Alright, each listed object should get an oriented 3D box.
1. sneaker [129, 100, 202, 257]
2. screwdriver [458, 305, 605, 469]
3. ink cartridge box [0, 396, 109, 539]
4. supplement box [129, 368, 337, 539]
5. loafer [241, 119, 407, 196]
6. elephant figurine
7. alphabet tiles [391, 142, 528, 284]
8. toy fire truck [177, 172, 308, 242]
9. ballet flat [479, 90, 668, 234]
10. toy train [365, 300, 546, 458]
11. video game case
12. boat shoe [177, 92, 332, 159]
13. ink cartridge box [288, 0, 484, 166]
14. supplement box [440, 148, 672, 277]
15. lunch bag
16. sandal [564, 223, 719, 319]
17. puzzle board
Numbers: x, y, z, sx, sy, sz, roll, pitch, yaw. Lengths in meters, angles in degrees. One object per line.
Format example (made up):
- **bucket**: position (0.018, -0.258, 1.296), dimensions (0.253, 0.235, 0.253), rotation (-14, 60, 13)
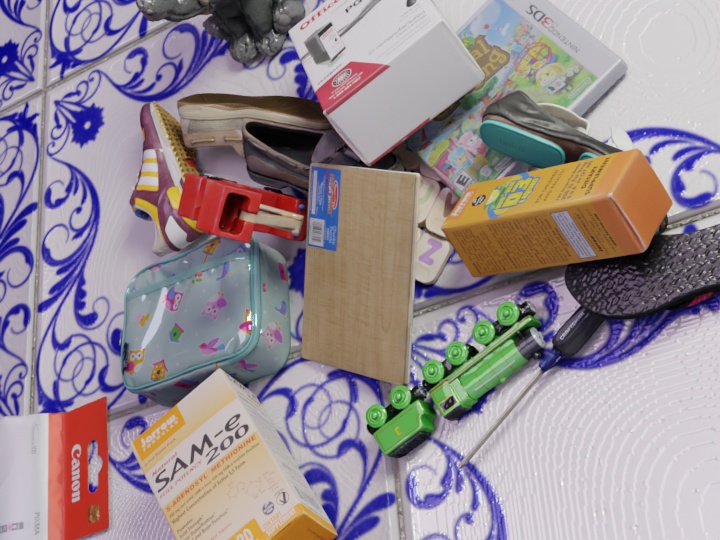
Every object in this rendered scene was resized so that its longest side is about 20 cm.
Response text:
- **sneaker**: position (-0.235, -0.109, 1.477), dimensions (0.090, 0.075, 0.200), rotation (-34, 53, 13)
- **screwdriver**: position (0.149, 0.098, 1.134), dimensions (0.200, 0.028, 0.029), rotation (-46, 80, 7)
- **ink cartridge box**: position (-0.374, 0.239, 1.448), dimensions (0.200, 0.057, 0.163), rotation (-26, 57, 31)
- **supplement box**: position (-0.127, 0.212, 1.246), dimensions (0.126, 0.074, 0.200), rotation (-40, 50, 3)
- **loafer**: position (-0.045, -0.117, 1.313), dimensions (0.200, 0.063, 0.072), rotation (9, 44, 35)
- **elephant figurine**: position (-0.160, -0.333, 1.435), dimensions (0.141, 0.200, 0.155), rotation (-41, 52, 15)
- **alphabet tiles**: position (0.072, -0.091, 1.284), dimensions (0.200, 0.015, 0.196), rotation (27, 87, 41)
- **toy fire truck**: position (-0.106, -0.058, 1.277), dimensions (0.141, 0.200, 0.049), rotation (19, 96, 43)
- **ballet flat**: position (0.202, -0.107, 1.149), dimensions (0.200, 0.068, 0.068), rotation (34, 62, 18)
- **toy train**: position (0.088, 0.102, 1.174), dimensions (0.200, 0.042, 0.056), rotation (-39, 62, 17)
- **video game case**: position (0.134, -0.177, 1.257), dimensions (0.200, 0.022, 0.182), rotation (-45, 50, 6)
- **boat shoe**: position (-0.116, -0.157, 1.422), dimensions (0.199, 0.072, 0.065), rotation (8, 111, 27)
- **ink cartridge box**: position (0.020, -0.218, 1.284), dimensions (0.147, 0.083, 0.200), rotation (-37, 34, 10)
- **supplement box**: position (0.167, -0.047, 1.116), dimensions (0.200, 0.069, 0.067), rotation (-12, 34, 49)
- **lunch bag**: position (-0.170, 0.050, 1.359), dimensions (0.200, 0.077, 0.161), rotation (-19, 61, 29)
- **sandal**: position (0.274, 0.000, 1.083), dimensions (0.199, 0.045, 0.075), rotation (-12, 68, 21)
- **puzzle board**: position (0.000, 0.000, 1.242), dimensions (0.150, 0.017, 0.201), rotation (11, 101, 47)
